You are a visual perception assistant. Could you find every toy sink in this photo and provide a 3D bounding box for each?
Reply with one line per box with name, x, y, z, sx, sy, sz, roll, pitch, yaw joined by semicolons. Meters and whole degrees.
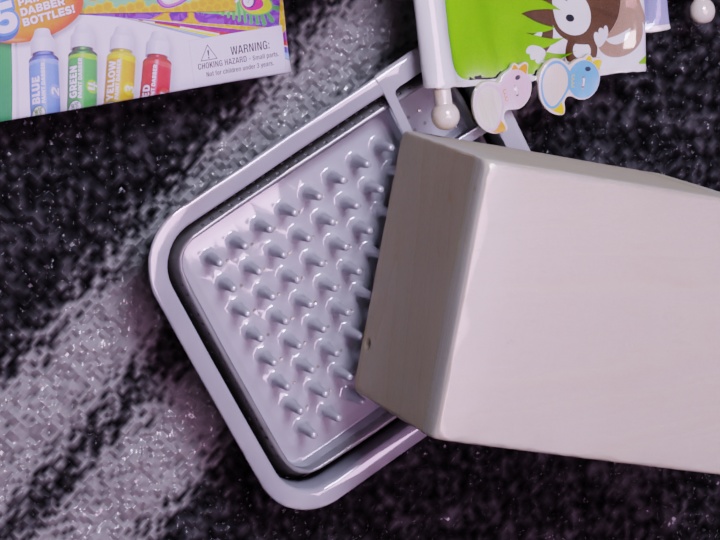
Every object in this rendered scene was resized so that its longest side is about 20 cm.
toy sink;0.114;0.016;1.278;0.199;0.112;0.131;7;98;-22

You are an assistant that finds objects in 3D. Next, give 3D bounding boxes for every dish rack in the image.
dish rack;0.000;0.000;1.305;0.200;0.044;0.172;-35;114;-16

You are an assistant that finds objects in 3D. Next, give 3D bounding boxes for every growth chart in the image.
growth chart;0.098;-0.151;1.311;0.200;0.018;0.145;-21;102;-34

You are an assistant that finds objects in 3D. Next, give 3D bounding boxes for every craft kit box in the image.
craft kit box;-0.137;-0.171;1.206;0.199;0.048;0.198;-13;102;-24
